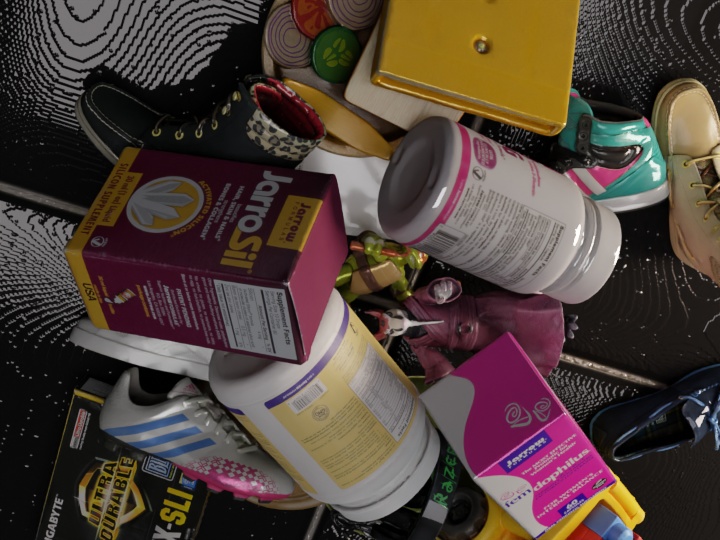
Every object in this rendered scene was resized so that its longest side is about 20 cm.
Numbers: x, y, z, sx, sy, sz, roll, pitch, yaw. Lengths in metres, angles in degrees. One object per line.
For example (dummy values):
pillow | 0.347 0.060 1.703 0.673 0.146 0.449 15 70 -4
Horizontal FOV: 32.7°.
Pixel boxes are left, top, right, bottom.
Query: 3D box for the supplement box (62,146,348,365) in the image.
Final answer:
supplement box | -0.125 -0.015 1.032 0.198 0.131 0.104 8 139 15

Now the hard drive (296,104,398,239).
hard drive | -0.021 -0.101 1.172 0.198 0.027 0.133 6 112 -10

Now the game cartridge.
game cartridge | 0.107 -0.233 1.073 0.175 0.032 0.202 14 70 -13

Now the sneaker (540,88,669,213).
sneaker | 0.192 -0.109 1.167 0.198 0.084 0.122 -12 113 -2

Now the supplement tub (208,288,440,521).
supplement tub | -0.029 0.122 1.133 0.145 0.146 0.200 -35 118 7

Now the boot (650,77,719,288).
boot | 0.337 -0.071 1.162 0.072 0.156 0.201 -12 114 -2

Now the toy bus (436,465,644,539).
toy bus | 0.194 0.272 1.244 0.200 0.192 0.136 -47 132 -6

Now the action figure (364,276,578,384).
action figure | 0.101 0.043 1.182 0.198 0.149 0.135 5 118 -6

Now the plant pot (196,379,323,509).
plant pot | -0.078 0.160 1.250 0.198 0.028 0.202 2 109 5

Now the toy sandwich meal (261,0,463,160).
toy sandwich meal | 0.011 -0.189 1.096 0.203 0.070 0.207 -2 100 -13

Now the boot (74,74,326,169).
boot | -0.139 -0.130 1.078 0.203 0.074 0.154 37 134 -9

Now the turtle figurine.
turtle figurine | 0.000 0.000 1.182 0.160 0.065 0.200 -24 151 10

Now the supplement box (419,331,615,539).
supplement box | 0.149 0.156 1.133 0.101 0.104 0.200 -36 143 5

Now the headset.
headset | 0.038 0.228 1.222 0.093 0.124 0.200 21 147 -8

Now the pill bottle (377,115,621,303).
pill bottle | 0.125 -0.047 1.080 0.199 0.114 0.114 22 108 -26

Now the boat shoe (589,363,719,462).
boat shoe | 0.348 0.164 1.308 0.199 0.069 0.085 -25 114 3

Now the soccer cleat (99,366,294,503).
soccer cleat | -0.149 0.154 1.159 0.199 0.070 0.087 20 95 0

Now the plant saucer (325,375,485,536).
plant saucer | 0.049 0.196 1.303 0.198 0.031 0.202 -2 112 -6

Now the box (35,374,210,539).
box | -0.235 0.224 1.249 0.159 0.049 0.201 19 109 -2

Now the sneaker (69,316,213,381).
sneaker | -0.176 0.041 1.196 0.198 0.074 0.117 11 91 -1
